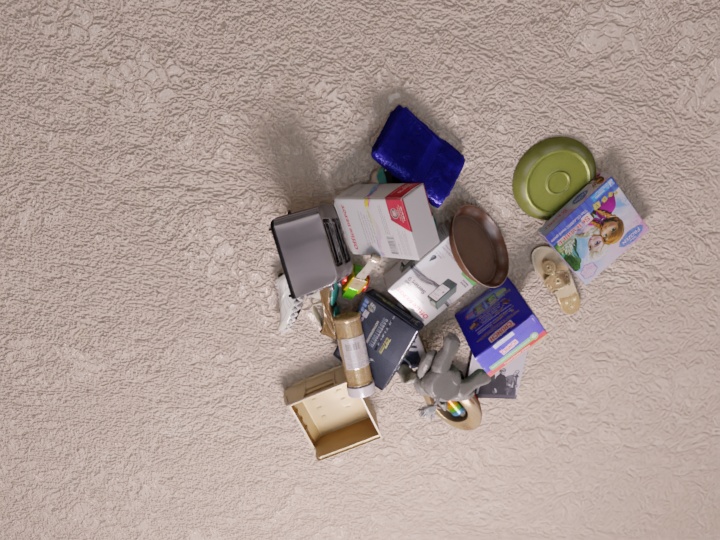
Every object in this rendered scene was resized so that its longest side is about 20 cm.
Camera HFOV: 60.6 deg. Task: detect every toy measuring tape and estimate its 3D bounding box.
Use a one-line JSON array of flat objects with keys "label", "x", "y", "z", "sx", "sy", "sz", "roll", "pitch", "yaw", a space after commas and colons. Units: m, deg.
[{"label": "toy measuring tape", "x": 0.000, "y": 0.000, "z": 1.436, "sx": 0.073, "sy": 0.074, "sz": 0.200, "roll": 19, "pitch": 142, "yaw": -13}]

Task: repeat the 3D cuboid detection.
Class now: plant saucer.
[{"label": "plant saucer", "x": 0.266, "y": -0.052, "z": 1.407, "sx": 0.200, "sy": 0.201, "sz": 0.034, "roll": 42, "pitch": 138, "yaw": -21}, {"label": "plant saucer", "x": 0.452, "y": -0.206, "z": 1.422, "sx": 0.199, "sy": 0.031, "sz": 0.201, "roll": -2, "pitch": 115, "yaw": -4}]

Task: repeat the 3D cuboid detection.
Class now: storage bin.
[{"label": "storage bin", "x": -0.074, "y": 0.369, "z": 1.607, "sx": 0.198, "sy": 0.094, "sz": 0.200, "roll": -22, "pitch": 115, "yaw": 5}]

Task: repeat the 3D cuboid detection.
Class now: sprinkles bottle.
[{"label": "sprinkles bottle", "x": -0.015, "y": 0.201, "z": 1.473, "sx": 0.068, "sy": 0.068, "sz": 0.201, "roll": -11, "pitch": 100, "yaw": 0}]

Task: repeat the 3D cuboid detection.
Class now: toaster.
[{"label": "toaster", "x": -0.104, "y": -0.050, "z": 1.322, "sx": 0.118, "sy": 0.181, "sz": 0.201, "roll": -16, "pitch": 92, "yaw": 11}]

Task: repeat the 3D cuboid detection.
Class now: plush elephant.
[{"label": "plush elephant", "x": 0.186, "y": 0.257, "z": 1.488, "sx": 0.165, "sy": 0.155, "sz": 0.200, "roll": 40, "pitch": 85, "yaw": -16}]

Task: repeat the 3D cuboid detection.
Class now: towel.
[{"label": "towel", "x": 0.129, "y": -0.248, "z": 1.325, "sx": 0.200, "sy": 0.050, "sz": 0.148, "roll": 33, "pitch": 67, "yaw": -19}]

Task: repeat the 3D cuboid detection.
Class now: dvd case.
[{"label": "dvd case", "x": 0.358, "y": 0.250, "z": 1.627, "sx": 0.150, "sy": 0.025, "sz": 0.201, "roll": 3, "pitch": 114, "yaw": -6}]

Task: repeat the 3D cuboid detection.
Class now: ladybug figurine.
[{"label": "ladybug figurine", "x": 0.246, "y": 0.336, "z": 1.616, "sx": 0.136, "sy": 0.072, "sz": 0.200, "roll": -26, "pitch": 108, "yaw": 41}]

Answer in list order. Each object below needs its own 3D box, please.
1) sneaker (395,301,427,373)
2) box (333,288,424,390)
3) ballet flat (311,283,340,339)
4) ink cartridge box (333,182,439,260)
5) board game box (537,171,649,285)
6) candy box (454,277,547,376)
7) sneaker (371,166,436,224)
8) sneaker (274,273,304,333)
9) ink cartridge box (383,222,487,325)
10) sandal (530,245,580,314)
[{"label": "sneaker", "x": 0.097, "y": 0.175, "z": 1.545, "sx": 0.108, "sy": 0.070, "sz": 0.200, "roll": -22, "pitch": 118, "yaw": 3}, {"label": "box", "x": 0.042, "y": 0.169, "z": 1.504, "sx": 0.158, "sy": 0.051, "sz": 0.200, "roll": 34, "pitch": 116, "yaw": 13}, {"label": "ballet flat", "x": -0.085, "y": 0.077, "z": 1.496, "sx": 0.072, "sy": 0.068, "sz": 0.201, "roll": 4, "pitch": 120, "yaw": 14}, {"label": "ink cartridge box", "x": 0.055, "y": -0.110, "z": 1.343, "sx": 0.083, "sy": 0.200, "sz": 0.146, "roll": -39, "pitch": 122, "yaw": -36}, {"label": "board game box", "x": 0.551, "y": -0.095, "z": 1.452, "sx": 0.200, "sy": 0.041, "sz": 0.199, "roll": -44, "pitch": 119, "yaw": 10}, {"label": "candy box", "x": 0.330, "y": 0.129, "z": 1.471, "sx": 0.169, "sy": 0.200, "sz": 0.077, "roll": -39, "pitch": 112, "yaw": 13}, {"label": "sneaker", "x": 0.112, "y": -0.155, "z": 1.377, "sx": 0.200, "sy": 0.080, "sz": 0.071, "roll": 44, "pitch": 63, "yaw": -20}, {"label": "sneaker", "x": -0.169, "y": 0.052, "z": 1.471, "sx": 0.081, "sy": 0.075, "sz": 0.201, "roll": 17, "pitch": 104, "yaw": -4}, {"label": "ink cartridge box", "x": 0.176, "y": 0.011, "z": 1.468, "sx": 0.200, "sy": 0.084, "sz": 0.146, "roll": -42, "pitch": 112, "yaw": 14}, {"label": "sandal", "x": 0.494, "y": 0.032, "z": 1.513, "sx": 0.078, "sy": 0.070, "sz": 0.212, "roll": -31, "pitch": 113, "yaw": 9}]
